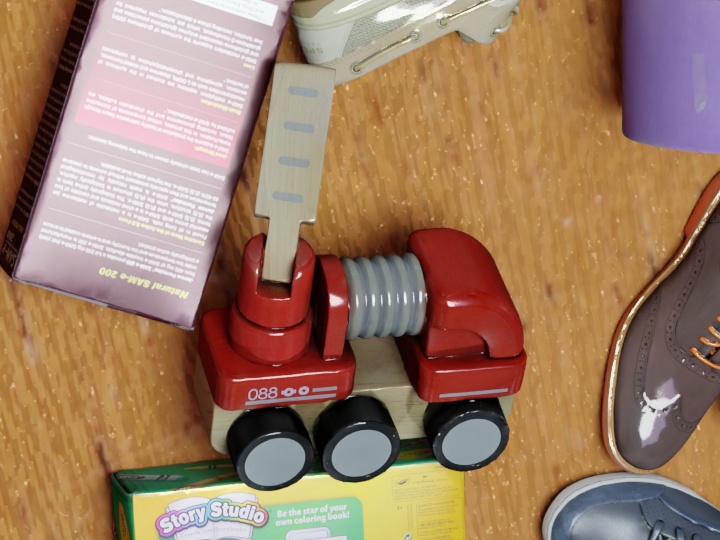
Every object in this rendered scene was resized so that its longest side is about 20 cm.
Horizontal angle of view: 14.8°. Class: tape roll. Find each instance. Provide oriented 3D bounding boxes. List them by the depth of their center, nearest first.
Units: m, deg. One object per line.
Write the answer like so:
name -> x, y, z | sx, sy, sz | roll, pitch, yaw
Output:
tape roll -> 0.244, -0.117, 1.547 | 0.199, 0.200, 0.086 | -4, 101, -15

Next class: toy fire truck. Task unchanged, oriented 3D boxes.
toy fire truck -> 0.000, 0.000, 1.525 | 0.175, 0.129, 0.201 | -4, 130, -15

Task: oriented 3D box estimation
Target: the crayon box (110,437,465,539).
crayon box -> -0.039, 0.167, 1.590 | 0.199, 0.058, 0.120 | -5, 100, -15

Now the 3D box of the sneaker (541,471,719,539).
sneaker -> 0.215, 0.182, 1.620 | 0.201, 0.146, 0.077 | 18, 96, -16

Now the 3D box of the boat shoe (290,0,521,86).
boat shoe -> 0.057, -0.161, 1.559 | 0.199, 0.072, 0.065 | -22, 115, -10

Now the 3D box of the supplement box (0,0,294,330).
supplement box -> -0.117, -0.080, 1.525 | 0.108, 0.061, 0.201 | 17, 94, -18

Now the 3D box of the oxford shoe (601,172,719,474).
oxford shoe -> 0.202, 0.030, 1.627 | 0.071, 0.073, 0.201 | 23, 93, -19
